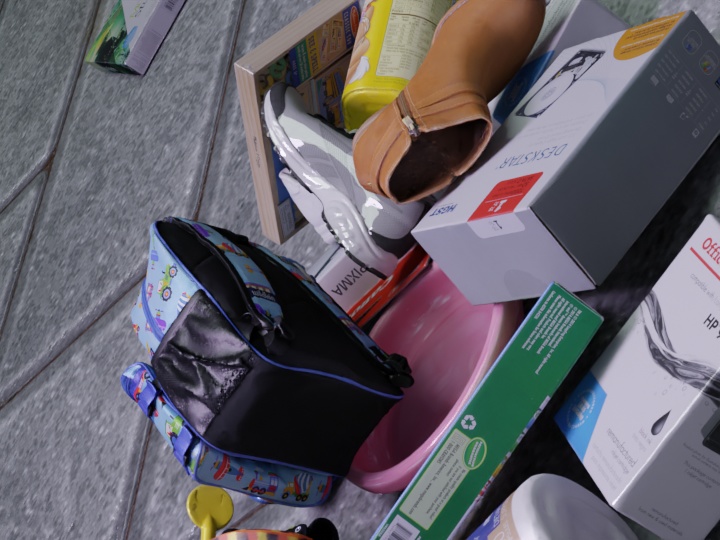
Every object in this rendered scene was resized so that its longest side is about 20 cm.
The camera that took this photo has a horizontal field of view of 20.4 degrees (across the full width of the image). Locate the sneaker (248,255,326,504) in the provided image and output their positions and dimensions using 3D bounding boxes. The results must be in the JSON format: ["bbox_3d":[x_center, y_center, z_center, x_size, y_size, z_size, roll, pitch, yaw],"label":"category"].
[{"bbox_3d":[-0.065,0.090,1.575,0.076,0.085,0.202,-3,94,35],"label":"sneaker"}]

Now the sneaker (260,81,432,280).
[{"bbox_3d":[-0.010,-0.083,1.595,0.079,0.074,0.201,-42,58,9],"label":"sneaker"}]

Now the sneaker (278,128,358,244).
[{"bbox_3d":[-0.007,-0.093,1.666,0.075,0.088,0.200,-51,8,-37],"label":"sneaker"}]

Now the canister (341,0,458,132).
[{"bbox_3d":[0.045,-0.193,1.739,0.086,0.149,0.202,4,58,14],"label":"canister"}]

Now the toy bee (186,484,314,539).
[{"bbox_3d":[-0.128,0.232,1.450,0.200,0.108,0.132,-46,40,26],"label":"toy bee"}]

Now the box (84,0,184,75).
[{"bbox_3d":[-0.305,-0.339,2.747,0.145,0.036,0.200,-61,22,-6],"label":"box"}]

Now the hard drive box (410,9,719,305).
[{"bbox_3d":[0.153,-0.075,1.390,0.200,0.077,0.155,-50,19,-24],"label":"hard drive box"}]

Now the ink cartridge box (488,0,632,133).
[{"bbox_3d":[0.130,-0.161,1.615,0.117,0.068,0.200,-60,23,-4],"label":"ink cartridge box"}]

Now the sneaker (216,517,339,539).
[{"bbox_3d":[-0.042,0.223,1.501,0.200,0.071,0.083,26,89,56],"label":"sneaker"}]

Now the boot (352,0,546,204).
[{"bbox_3d":[0.077,-0.127,1.462,0.200,0.074,0.155,-49,15,5],"label":"boot"}]

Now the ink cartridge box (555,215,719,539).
[{"bbox_3d":[0.212,0.049,1.178,0.201,0.068,0.116,-54,24,11],"label":"ink cartridge box"}]

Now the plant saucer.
[{"bbox_3d":[0.058,0.080,1.492,0.200,0.051,0.201,-45,26,29],"label":"plant saucer"}]

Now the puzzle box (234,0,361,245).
[{"bbox_3d":[-0.044,-0.133,1.759,0.025,0.201,0.133,30,56,32],"label":"puzzle box"}]

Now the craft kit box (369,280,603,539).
[{"bbox_3d":[0.081,0.106,1.294,0.201,0.048,0.198,-55,-3,-1],"label":"craft kit box"}]

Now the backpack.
[{"bbox_3d":[-0.090,0.057,1.467,0.200,0.182,0.135,45,107,38],"label":"backpack"}]

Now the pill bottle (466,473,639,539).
[{"bbox_3d":[0.077,0.225,1.200,0.200,0.110,0.111,-48,25,23],"label":"pill bottle"}]

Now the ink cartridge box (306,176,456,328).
[{"bbox_3d":[0.000,0.000,1.654,0.200,0.044,0.174,-44,8,31],"label":"ink cartridge box"}]
